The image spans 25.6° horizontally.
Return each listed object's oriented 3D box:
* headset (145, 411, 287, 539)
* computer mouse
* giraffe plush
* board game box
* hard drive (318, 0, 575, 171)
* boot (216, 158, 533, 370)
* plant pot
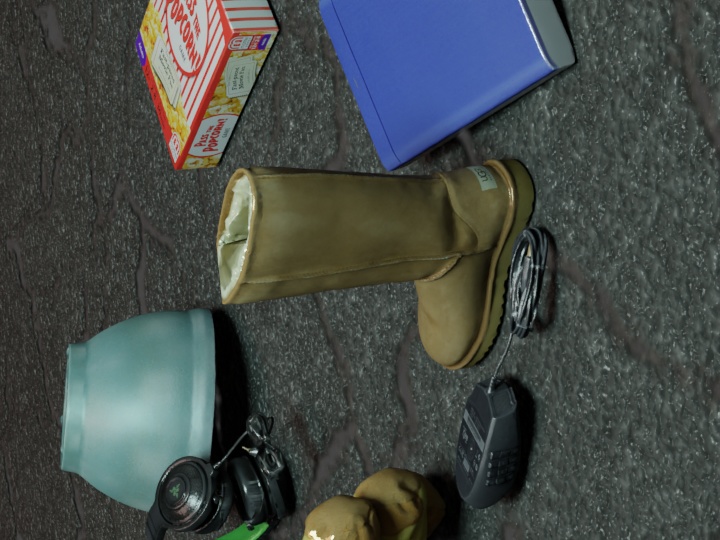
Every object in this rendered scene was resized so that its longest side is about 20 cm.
[{"bbox_3d":[-0.113,0.204,1.391,0.094,0.123,0.201,59,139,38],"label":"headset"},{"bbox_3d":[0.100,0.067,1.044,0.059,0.034,0.202,-112,32,-62],"label":"computer mouse"},{"bbox_3d":[0.023,0.262,1.122,0.162,0.172,0.201,43,125,23],"label":"giraffe plush"},{"bbox_3d":[-0.143,-0.212,1.437,0.200,0.046,0.152,-58,46,51],"label":"board game box"},{"bbox_3d":[0.050,-0.159,1.044,0.200,0.025,0.133,-28,84,57],"label":"hard drive"},{"bbox_3d":[0.000,0.000,1.030,0.066,0.198,0.176,53,140,45],"label":"boot"},{"bbox_3d":[-0.215,0.131,1.500,0.200,0.133,0.202,-175,90,-78],"label":"plant pot"}]
